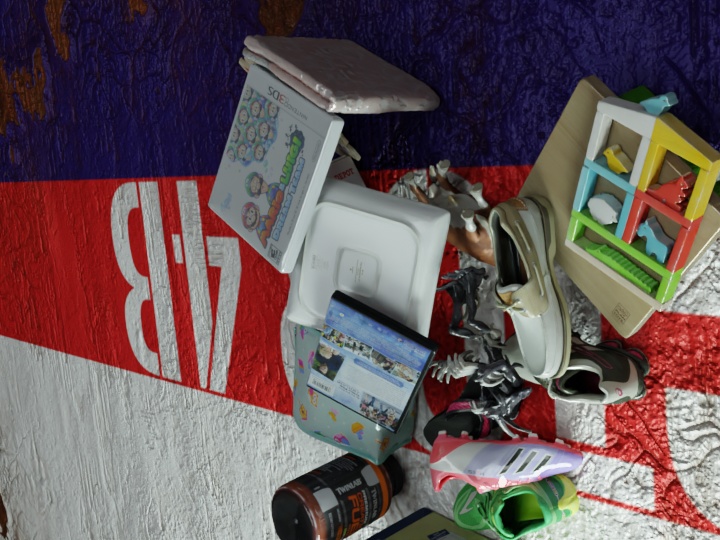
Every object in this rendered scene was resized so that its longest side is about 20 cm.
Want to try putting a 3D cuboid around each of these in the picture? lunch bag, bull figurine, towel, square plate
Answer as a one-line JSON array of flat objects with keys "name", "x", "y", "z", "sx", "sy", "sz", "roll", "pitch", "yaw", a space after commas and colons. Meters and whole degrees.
[{"name": "lunch bag", "x": -0.019, "y": 0.160, "z": 1.252, "sx": 0.197, "sy": 0.121, "sz": 0.174, "roll": 17, "pitch": 113, "yaw": 36}, {"name": "bull figurine", "x": 0.136, "y": -0.061, "z": 1.050, "sx": 0.199, "sy": 0.065, "sz": 0.122, "roll": 33, "pitch": 164, "yaw": 43}, {"name": "towel", "x": -0.024, "y": -0.249, "z": 1.094, "sx": 0.190, "sy": 0.198, "sz": 0.033, "roll": 38, "pitch": 124, "yaw": 33}, {"name": "square plate", "x": 0.000, "y": 0.000, "z": 1.054, "sx": 0.195, "sy": 0.028, "sz": 0.204, "roll": 17, "pitch": 112, "yaw": 19}]

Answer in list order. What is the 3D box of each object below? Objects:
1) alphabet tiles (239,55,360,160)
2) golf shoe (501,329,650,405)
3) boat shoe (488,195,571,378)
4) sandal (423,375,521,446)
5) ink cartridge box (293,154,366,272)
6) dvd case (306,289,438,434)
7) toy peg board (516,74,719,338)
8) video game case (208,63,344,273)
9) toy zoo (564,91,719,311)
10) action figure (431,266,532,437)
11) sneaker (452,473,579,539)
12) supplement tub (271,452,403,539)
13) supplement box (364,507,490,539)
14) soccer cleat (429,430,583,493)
[{"name": "alphabet tiles", "x": -0.082, "y": -0.225, "z": 1.186, "sx": 0.195, "sy": 0.200, "sz": 0.015, "roll": 38, "pitch": 87, "yaw": 35}, {"name": "golf shoe", "x": 0.233, "y": 0.109, "z": 1.002, "sx": 0.198, "sy": 0.087, "sz": 0.079, "roll": 5, "pitch": 106, "yaw": 47}, {"name": "boat shoe", "x": 0.179, "y": 0.022, "z": 0.948, "sx": 0.074, "sy": 0.067, "sz": 0.205, "roll": -11, "pitch": 88, "yaw": 60}, {"name": "sandal", "x": 0.143, "y": 0.196, "z": 1.134, "sx": 0.075, "sy": 0.045, "sz": 0.201, "roll": 44, "pitch": 133, "yaw": 6}, {"name": "ink cartridge box", "x": -0.029, "y": -0.036, "z": 1.157, "sx": 0.083, "sy": 0.144, "sz": 0.203, "roll": -25, "pitch": 94, "yaw": 32}, {"name": "dvd case", "x": 0.010, "y": 0.121, "z": 1.084, "sx": 0.141, "sy": 0.018, "sz": 0.202, "roll": 27, "pitch": 139, "yaw": 7}, {"name": "toy peg board", "x": 0.288, "y": -0.075, "z": 0.911, "sx": 0.201, "sy": 0.097, "sz": 0.201, "roll": 53, "pitch": 147, "yaw": 24}, {"name": "video game case", "x": -0.112, "y": -0.130, "z": 1.075, "sx": 0.181, "sy": 0.023, "sz": 0.203, "roll": 38, "pitch": 117, "yaw": 38}, {"name": "toy zoo", "x": 0.268, "y": -0.076, "z": 0.826, "sx": 0.131, "sy": 0.020, "sz": 0.203, "roll": 42, "pitch": 142, "yaw": 37}, {"name": "action figure", "x": 0.135, "y": 0.106, "z": 1.027, "sx": 0.119, "sy": 0.100, "sz": 0.204, "roll": 131, "pitch": 125, "yaw": -67}, {"name": "sneaker", "x": 0.183, "y": 0.300, "z": 1.103, "sx": 0.199, "sy": 0.083, "sz": 0.075, "roll": -27, "pitch": 81, "yaw": 46}, {"name": "supplement tub", "x": -0.026, "y": 0.326, "z": 1.242, "sx": 0.106, "sy": 0.198, "sz": 0.109, "roll": 15, "pitch": 112, "yaw": 42}, {"name": "supplement box", "x": 0.094, "y": 0.446, "z": 1.149, "sx": 0.198, "sy": 0.198, "sz": 0.137, "roll": 14, "pitch": 109, "yaw": 44}, {"name": "soccer cleat", "x": 0.179, "y": 0.244, "z": 1.073, "sx": 0.196, "sy": 0.067, "sz": 0.078, "roll": -1, "pitch": 71, "yaw": 26}]
